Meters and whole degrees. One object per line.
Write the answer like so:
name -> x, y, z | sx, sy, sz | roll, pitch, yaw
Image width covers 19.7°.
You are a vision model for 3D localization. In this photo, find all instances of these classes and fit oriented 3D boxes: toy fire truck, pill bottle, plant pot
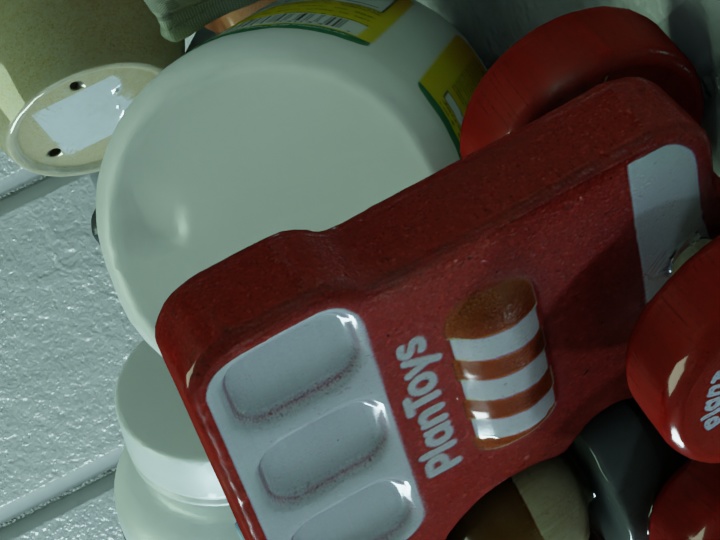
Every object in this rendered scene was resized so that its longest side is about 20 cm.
toy fire truck -> 0.040, 0.038, 0.558 | 0.112, 0.168, 0.200 | 57, 169, 38
pill bottle -> -0.049, 0.117, 0.963 | 0.120, 0.120, 0.200 | 55, 164, 43
pill bottle -> -0.010, -0.035, 0.689 | 0.113, 0.113, 0.200 | 65, -167, -9
plant pot -> -0.168, -0.154, 1.069 | 0.187, 0.187, 0.200 | 81, 167, -63

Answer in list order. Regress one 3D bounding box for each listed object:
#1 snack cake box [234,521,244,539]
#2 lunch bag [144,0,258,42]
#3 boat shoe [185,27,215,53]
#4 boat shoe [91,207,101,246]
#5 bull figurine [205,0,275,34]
snack cake box -> 0.035, 0.134, 0.804 | 0.067, 0.115, 0.200 | 67, 170, -21
lunch bag -> -0.073, -0.203, 0.700 | 0.200, 0.118, 0.164 | -118, 7, -51
boat shoe -> -0.049, -0.043, 1.052 | 0.071, 0.091, 0.200 | -33, 44, 45
boat shoe -> -0.092, -0.054, 1.160 | 0.200, 0.063, 0.073 | -49, -60, -67
bull figurine -> -0.063, -0.152, 0.953 | 0.200, 0.065, 0.121 | 63, 175, 18
